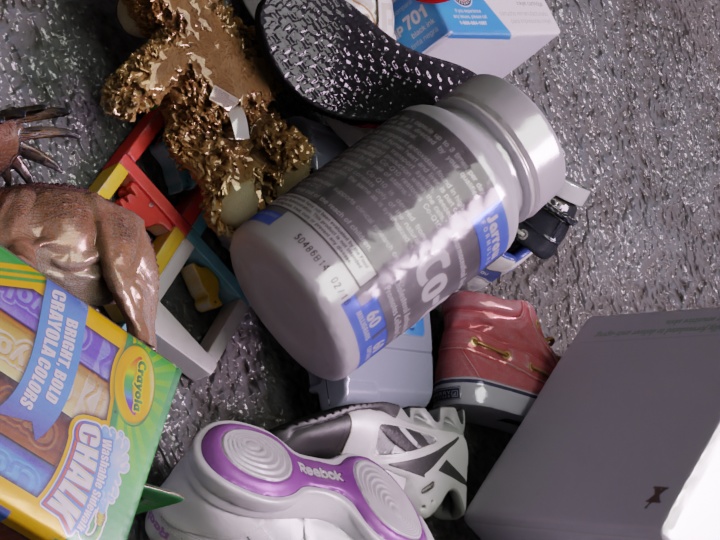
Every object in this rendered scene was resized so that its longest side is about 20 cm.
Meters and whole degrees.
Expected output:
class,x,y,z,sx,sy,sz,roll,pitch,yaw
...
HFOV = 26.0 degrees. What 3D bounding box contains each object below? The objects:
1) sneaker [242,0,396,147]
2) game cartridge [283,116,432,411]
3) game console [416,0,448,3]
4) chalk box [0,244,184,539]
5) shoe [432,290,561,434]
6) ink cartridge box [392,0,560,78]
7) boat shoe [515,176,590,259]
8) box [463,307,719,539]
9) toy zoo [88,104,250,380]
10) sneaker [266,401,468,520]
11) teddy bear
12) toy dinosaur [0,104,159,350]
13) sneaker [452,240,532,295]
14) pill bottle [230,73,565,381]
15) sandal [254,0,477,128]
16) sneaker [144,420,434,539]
class,x,y,z,sx,sy,sz,roll,pitch,yaw
sneaker,0.004,-0.146,1.082,0.200,0.085,0.073,52,19,5
game cartridge,0.000,0.000,1.084,0.133,0.040,0.202,12,66,-62
game console,0.033,-0.302,1.099,0.200,0.031,0.177,37,84,13
chalk box,-0.183,0.087,0.798,0.200,0.124,0.125,39,49,-29
shoe,0.136,0.079,1.192,0.199,0.071,0.092,19,67,-37
ink cartridge box,0.042,-0.242,1.180,0.146,0.086,0.201,-10,73,-49
boat shoe,0.073,-0.073,1.127,0.075,0.200,0.061,19,100,-47
box,0.223,0.152,1.080,0.171,0.198,0.200,47,62,-22
toy zoo,-0.114,-0.024,0.997,0.131,0.020,0.200,50,44,-22
sneaker,0.009,0.135,1.028,0.199,0.074,0.089,6,69,-46
teddy bear,-0.101,-0.116,0.993,0.200,0.067,0.145,52,54,-17
toy dinosaur,-0.168,-0.022,0.879,0.199,0.086,0.136,31,49,-35
sneaker,0.122,-0.042,1.212,0.076,0.088,0.200,58,42,-16
pill bottle,0.027,-0.032,0.980,0.200,0.114,0.114,-37,104,-21
sandal,0.004,-0.125,1.035,0.199,0.045,0.076,19,78,-38
sneaker,-0.040,0.156,0.951,0.199,0.100,0.075,26,30,-31
